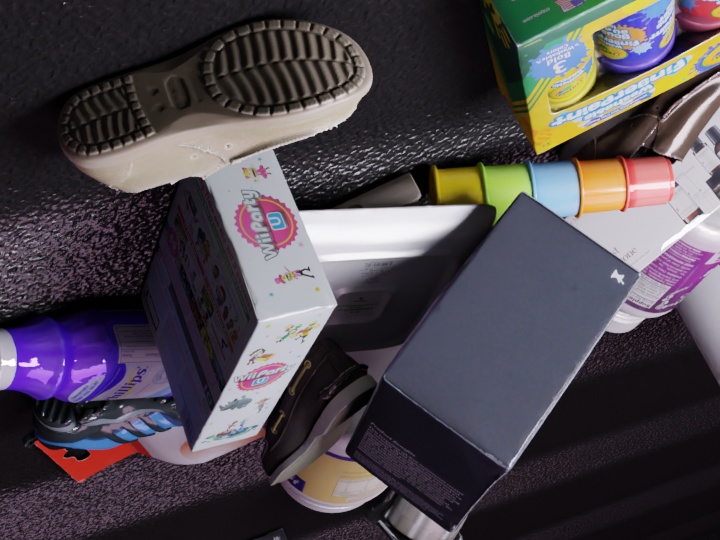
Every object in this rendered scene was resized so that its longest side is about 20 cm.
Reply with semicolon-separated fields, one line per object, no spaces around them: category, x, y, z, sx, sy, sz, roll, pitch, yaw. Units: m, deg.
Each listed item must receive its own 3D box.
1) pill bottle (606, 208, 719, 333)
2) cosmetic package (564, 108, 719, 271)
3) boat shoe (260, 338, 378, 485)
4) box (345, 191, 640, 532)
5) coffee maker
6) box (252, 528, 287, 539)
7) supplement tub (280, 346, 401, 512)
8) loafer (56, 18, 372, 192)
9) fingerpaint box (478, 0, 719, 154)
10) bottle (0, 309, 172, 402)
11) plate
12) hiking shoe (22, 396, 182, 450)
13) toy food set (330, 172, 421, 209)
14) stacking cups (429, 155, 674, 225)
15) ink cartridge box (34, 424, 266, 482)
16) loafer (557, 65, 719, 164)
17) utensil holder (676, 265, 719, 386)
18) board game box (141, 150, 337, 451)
pill bottle;0.294;-0.023;1.362;0.112;0.113;0.200;-11;153;-30
cosmetic package;0.268;-0.065;1.234;0.200;0.083;0.051;-40;174;7
boat shoe;-0.046;0.125;1.194;0.072;0.061;0.201;-29;165;-36
box;0.101;0.077;1.098;0.200;0.123;0.199;-51;173;-25
coffee maker;0.071;0.187;1.537;0.135;0.192;0.201;-27;148;-62
box;-0.180;0.442;1.931;0.158;0.049;0.200;-18;155;-16
supplement tub;-0.016;0.150;1.368;0.145;0.146;0.200;-17;155;-20
loafer;-0.090;-0.102;0.869;0.199;0.076;0.068;-14;157;-4
fingerpaint box;0.192;-0.186;0.969;0.199;0.074;0.167;-26;157;1
bottle;-0.214;0.068;1.098;0.199;0.066;0.083;1;149;-47
plate;-0.005;0.018;1.118;0.198;0.032;0.200;-3;147;-23
hiking shoe;-0.197;0.115;1.217;0.199;0.075;0.087;-2;151;-23
toy food set;0.000;0.000;1.178;0.143;0.061;0.200;-25;157;0
stacking cups;0.158;-0.062;1.129;0.199;0.061;0.061;-3;154;-2
ink cartridge box;-0.198;0.159;1.325;0.199;0.050;0.162;-27;157;-6
loafer;0.268;-0.124;1.176;0.200;0.071;0.073;-37;154;23
utensil holder;0.436;0.031;1.509;0.169;0.201;0.170;-22;157;-10
board game box;-0.098;0.021;1.014;0.064;0.148;0.200;-10;153;-26
